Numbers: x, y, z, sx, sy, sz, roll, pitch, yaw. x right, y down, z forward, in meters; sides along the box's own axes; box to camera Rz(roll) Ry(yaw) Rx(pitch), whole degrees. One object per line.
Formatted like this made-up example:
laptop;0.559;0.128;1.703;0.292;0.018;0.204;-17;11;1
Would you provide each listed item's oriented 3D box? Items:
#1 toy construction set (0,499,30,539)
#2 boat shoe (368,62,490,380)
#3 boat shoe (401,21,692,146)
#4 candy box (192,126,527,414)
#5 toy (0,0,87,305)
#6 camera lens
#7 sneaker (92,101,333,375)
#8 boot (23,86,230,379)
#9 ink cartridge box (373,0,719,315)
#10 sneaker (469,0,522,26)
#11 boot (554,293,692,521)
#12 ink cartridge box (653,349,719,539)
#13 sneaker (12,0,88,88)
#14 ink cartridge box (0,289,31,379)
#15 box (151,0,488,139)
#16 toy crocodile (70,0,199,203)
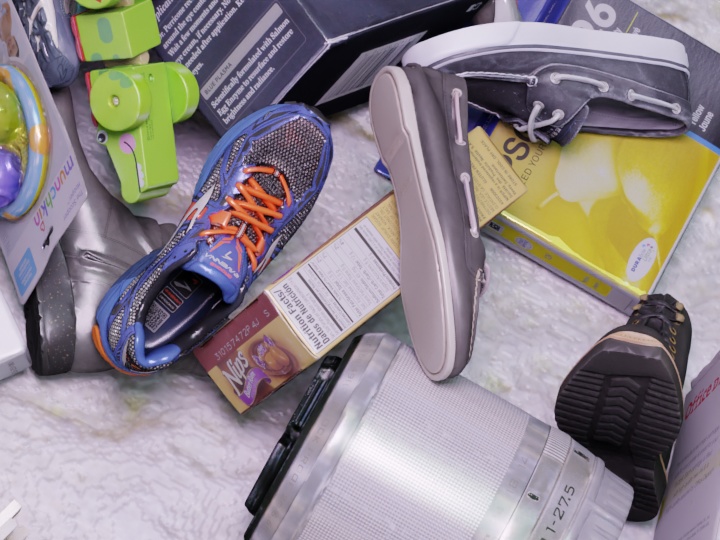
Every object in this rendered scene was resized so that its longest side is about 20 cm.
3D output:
toy construction set;-0.184;0.230;1.517;0.200;0.092;0.131;44;91;15
boat shoe;0.052;-0.032;1.547;0.057;0.067;0.200;-1;67;-22
boat shoe;0.124;-0.114;1.688;0.200;0.072;0.068;2;69;-25
candy box;0.000;0.000;1.615;0.200;0.117;0.057;-37;90;-32
toy;-0.233;-0.092;1.602;0.047;0.115;0.200;-2;56;-31
camera lens;0.042;0.144;1.563;0.200;0.160;0.160;29;65;0
sneaker;-0.080;-0.012;1.565;0.075;0.078;0.200;34;93;-18
boot;-0.148;-0.026;1.650;0.130;0.068;0.200;-2;76;-18
ink cartridge box;0.142;-0.099;1.747;0.200;0.047;0.198;31;66;-1
sneaker;0.041;-0.220;1.765;0.082;0.077;0.200;-30;66;3
boot;0.172;0.050;1.614;0.077;0.200;0.139;16;61;8
ink cartridge box;0.240;0.150;1.610;0.083;0.145;0.200;18;66;-5
sneaker;-0.186;-0.186;1.663;0.086;0.078;0.200;6;39;-19
ink cartridge box;-0.321;0.004;1.606;0.173;0.044;0.200;-25;76;-8
box;-0.052;-0.204;1.665;0.200;0.117;0.197;53;38;10
toy crocodile;-0.146;-0.140;1.584;0.067;0.062;0.200;-25;108;-57
